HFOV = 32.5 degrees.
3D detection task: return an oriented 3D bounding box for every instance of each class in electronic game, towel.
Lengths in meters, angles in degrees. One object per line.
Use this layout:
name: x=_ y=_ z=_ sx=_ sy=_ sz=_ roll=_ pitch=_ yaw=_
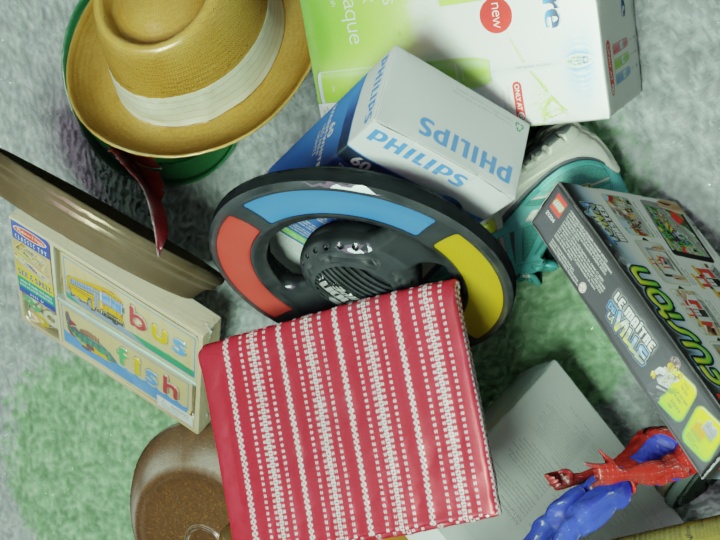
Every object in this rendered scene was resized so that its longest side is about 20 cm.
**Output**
electronic game: x=0.000 y=0.000 z=0.779 sx=0.197 sy=0.042 sz=0.201 roll=10 pitch=150 yaw=6
towel: x=-0.012 y=0.097 z=0.774 sx=0.198 sy=0.022 sz=0.147 roll=-16 pitch=82 yaw=28

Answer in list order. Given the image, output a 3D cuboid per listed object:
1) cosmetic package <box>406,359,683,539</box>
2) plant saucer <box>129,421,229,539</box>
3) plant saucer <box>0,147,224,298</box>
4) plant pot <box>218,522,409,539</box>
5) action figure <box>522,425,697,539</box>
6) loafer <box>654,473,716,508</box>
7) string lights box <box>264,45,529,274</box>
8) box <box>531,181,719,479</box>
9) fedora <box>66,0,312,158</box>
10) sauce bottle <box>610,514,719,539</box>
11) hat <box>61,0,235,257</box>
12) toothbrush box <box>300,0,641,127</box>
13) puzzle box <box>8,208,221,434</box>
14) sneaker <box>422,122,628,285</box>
cosmetic package: x=0.136 y=0.186 z=0.821 sx=0.201 sy=0.151 sz=0.052 roll=51 pitch=148 yaw=-3
plant saucer: x=-0.125 y=0.229 z=1.058 sx=0.198 sy=0.037 sz=0.203 roll=9 pitch=111 yaw=25
plant saucer: x=-0.192 y=-0.032 z=0.912 sx=0.199 sy=0.200 sz=0.030 roll=31 pitch=89 yaw=16
plant pot: x=-0.003 y=0.151 z=0.886 sx=0.198 sy=0.200 sz=0.186 roll=4 pitch=93 yaw=27
action figure: x=0.139 y=0.131 z=0.724 sx=0.052 sy=0.198 sz=0.065 roll=61 pitch=156 yaw=3
loafer: x=0.244 y=0.062 z=0.791 sx=0.063 sy=0.071 sz=0.201 roll=46 pitch=117 yaw=30
string lights box: x=0.008 y=-0.051 z=0.794 sx=0.102 sy=0.060 sz=0.200 roll=27 pitch=148 yaw=-19
box: x=0.190 y=0.031 z=0.718 sx=0.035 sy=0.109 sz=0.201 roll=-58 pitch=41 yaw=33
fedora: x=-0.119 y=-0.175 z=0.822 sx=0.198 sy=0.202 sz=0.082 roll=21 pitch=159 yaw=20
sauce bottle: x=0.161 y=0.185 z=0.718 sx=0.198 sy=0.065 sz=0.066 roll=-16 pitch=100 yaw=18
hat: x=-0.187 y=-0.119 z=0.883 sx=0.197 sy=0.176 sz=0.168 roll=2 pitch=109 yaw=27
toothbrush box: x=0.067 y=-0.167 z=0.785 sx=0.197 sy=0.086 sz=0.148 roll=-1 pitch=107 yaw=27
puzzle box: x=-0.201 y=0.039 z=1.009 sx=0.198 sy=0.025 sz=0.134 roll=29 pitch=140 yaw=17
sneaker: x=0.093 y=-0.017 z=0.834 sx=0.080 sy=0.078 sz=0.200 roll=45 pitch=125 yaw=-8
